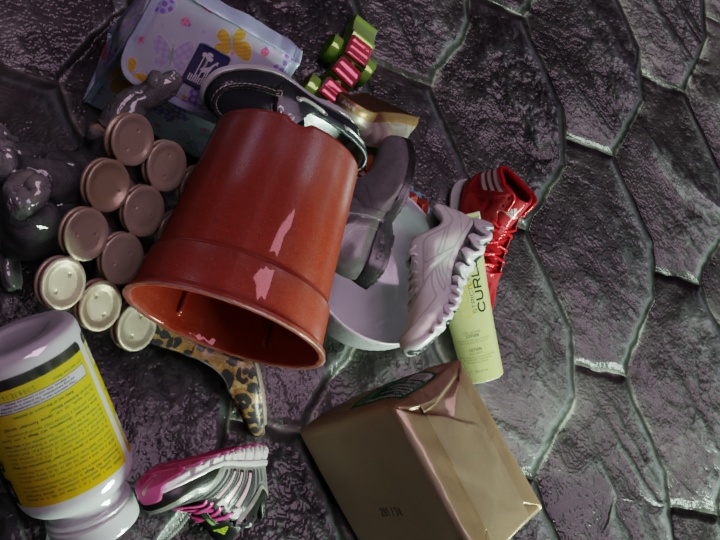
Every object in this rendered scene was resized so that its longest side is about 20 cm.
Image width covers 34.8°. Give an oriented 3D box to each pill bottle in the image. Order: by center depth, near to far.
[{"bbox_3d":[-0.274,0.148,1.035,0.112,0.112,0.202,-33,113,-38],"label":"pill bottle"}]

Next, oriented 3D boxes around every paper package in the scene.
[{"bbox_3d":[0.058,0.211,1.200,0.103,0.200,0.192,-32,94,-35],"label":"paper package"}]

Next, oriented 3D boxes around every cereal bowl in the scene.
[{"bbox_3d":[0.000,0.000,1.321,0.199,0.083,0.202,13,65,-30],"label":"cereal bowl"}]

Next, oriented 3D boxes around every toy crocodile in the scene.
[{"bbox_3d":[-0.024,-0.239,1.408,0.067,0.062,0.201,38,55,-17],"label":"toy crocodile"}]

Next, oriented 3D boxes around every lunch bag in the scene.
[{"bbox_3d":[-0.177,-0.216,1.207,0.169,0.200,0.128,27,59,-24],"label":"lunch bag"}]

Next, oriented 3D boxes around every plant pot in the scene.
[{"bbox_3d":[-0.099,-0.034,1.099,0.200,0.200,0.197,27,69,-24],"label":"plant pot"}]

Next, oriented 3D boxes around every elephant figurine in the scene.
[{"bbox_3d":[-0.263,-0.091,1.127,0.198,0.155,0.143,-14,72,-29],"label":"elephant figurine"}]

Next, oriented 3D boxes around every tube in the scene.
[{"bbox_3d":[0.126,0.035,1.382,0.058,0.052,0.202,-17,99,-31],"label":"tube"}]

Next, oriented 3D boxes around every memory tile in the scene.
[{"bbox_3d":[-0.221,-0.035,1.101,0.153,0.017,0.201,37,73,-48],"label":"memory tile"}]

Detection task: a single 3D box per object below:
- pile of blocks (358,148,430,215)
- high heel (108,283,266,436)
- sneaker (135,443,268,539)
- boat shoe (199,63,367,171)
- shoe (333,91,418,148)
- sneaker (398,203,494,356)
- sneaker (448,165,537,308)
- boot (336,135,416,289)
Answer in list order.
[{"bbox_3d":[0.046,-0.098,1.403,0.200,0.062,0.082,43,54,-14],"label":"pile of blocks"},{"bbox_3d":[-0.182,0.097,1.192,0.141,0.071,0.202,-20,100,-12],"label":"high heel"},{"bbox_3d":[-0.143,0.221,1.114,0.200,0.073,0.088,3,75,-68],"label":"sneaker"},{"bbox_3d":[-0.071,-0.150,1.163,0.199,0.076,0.061,11,35,-39],"label":"boat shoe"},{"bbox_3d":[0.011,-0.174,1.357,0.070,0.054,0.200,30,15,19],"label":"shoe"},{"bbox_3d":[0.079,0.009,1.284,0.081,0.075,0.201,32,55,-6],"label":"sneaker"},{"bbox_3d":[0.160,-0.040,1.425,0.078,0.115,0.202,11,67,-31],"label":"sneaker"},{"bbox_3d":[-0.018,-0.089,1.252,0.131,0.070,0.201,26,55,-17],"label":"boot"}]
